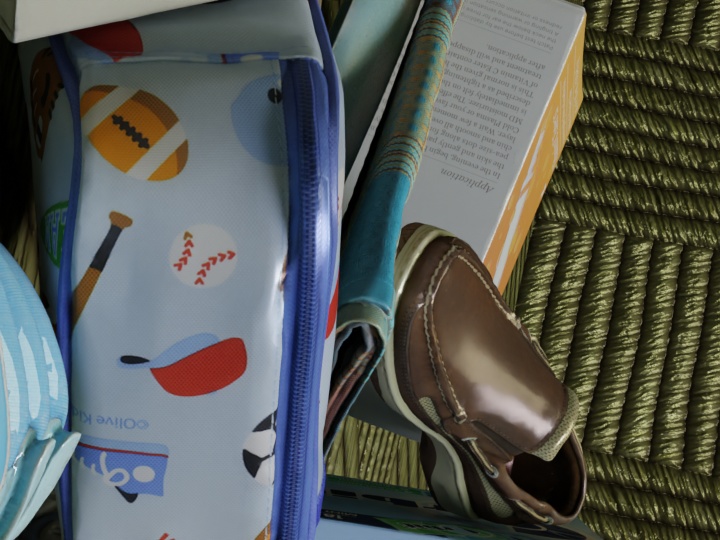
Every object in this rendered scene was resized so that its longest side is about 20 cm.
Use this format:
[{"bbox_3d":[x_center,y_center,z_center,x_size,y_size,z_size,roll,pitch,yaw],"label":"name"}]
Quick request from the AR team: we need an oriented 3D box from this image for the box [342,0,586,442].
[{"bbox_3d":[0.029,-0.033,1.120,0.124,0.097,0.200,73,39,-75],"label":"box"}]

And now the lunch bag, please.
[{"bbox_3d":[-0.049,-0.020,0.597,0.200,0.075,0.161,-102,-168,-53],"label":"lunch bag"}]

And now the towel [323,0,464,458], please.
[{"bbox_3d":[0.000,0.000,0.856,0.200,0.022,0.147,-74,-176,-48],"label":"towel"}]

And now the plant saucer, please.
[{"bbox_3d":[-0.017,-0.051,0.930,0.200,0.027,0.201,-155,-90,-86],"label":"plant saucer"}]

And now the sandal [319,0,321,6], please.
[{"bbox_3d":[0.006,-0.150,1.026,0.078,0.069,0.212,-67,166,-60],"label":"sandal"}]

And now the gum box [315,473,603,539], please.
[{"bbox_3d":[0.031,0.134,1.101,0.200,0.169,0.045,-147,-113,-88],"label":"gum box"}]

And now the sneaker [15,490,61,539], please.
[{"bbox_3d":[-0.095,0.132,0.699,0.200,0.074,0.087,-46,154,-62],"label":"sneaker"}]

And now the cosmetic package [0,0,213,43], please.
[{"bbox_3d":[0.001,-0.129,0.527,0.073,0.199,0.104,51,-35,43],"label":"cosmetic package"}]

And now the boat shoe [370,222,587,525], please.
[{"bbox_3d":[0.060,0.049,1.000,0.075,0.075,0.202,-63,154,-21],"label":"boat shoe"}]

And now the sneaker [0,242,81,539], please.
[{"bbox_3d":[-0.104,0.072,0.465,0.131,0.079,0.201,42,59,-80],"label":"sneaker"}]
